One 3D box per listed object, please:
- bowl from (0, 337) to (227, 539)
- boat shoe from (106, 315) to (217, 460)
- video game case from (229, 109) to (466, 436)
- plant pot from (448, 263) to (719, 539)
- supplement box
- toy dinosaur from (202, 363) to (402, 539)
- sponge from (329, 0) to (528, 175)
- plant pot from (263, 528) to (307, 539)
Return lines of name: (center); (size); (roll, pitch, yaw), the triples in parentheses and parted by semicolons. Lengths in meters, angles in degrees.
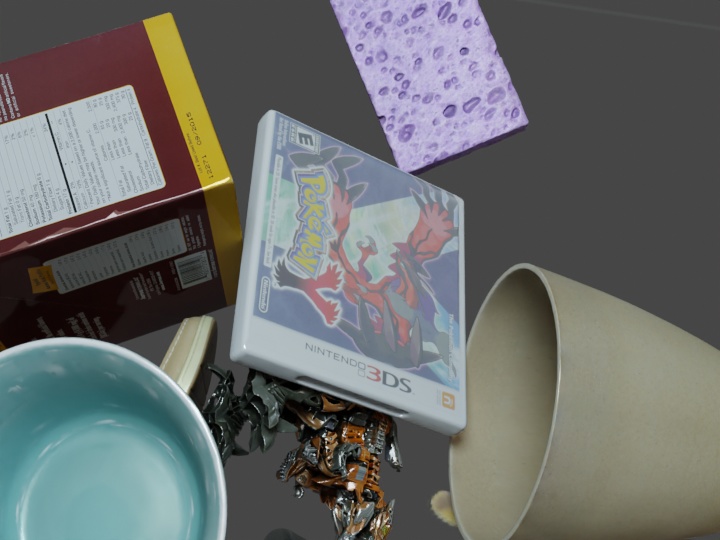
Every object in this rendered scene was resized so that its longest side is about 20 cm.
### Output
bowl: (-0.168, 0.150, 0.658); (0.198, 0.105, 0.203); (-1, 76, 5)
boat shoe: (-0.159, 0.117, 0.753); (0.064, 0.072, 0.202); (21, 73, 6)
video game case: (0.000, 0.000, 0.768); (0.181, 0.023, 0.202); (22, 52, -27)
plant pot: (0.183, 0.108, 0.723); (0.198, 0.187, 0.189); (12, 66, -12)
supplement box: (-0.195, -0.041, 0.749); (0.198, 0.198, 0.134); (-19, 69, -10)
toy dinosaur: (-0.036, 0.099, 0.764); (0.134, 0.103, 0.201); (0, 49, -33)
sponge: (0.046, -0.186, 0.868); (0.111, 0.030, 0.202); (-22, 86, 4)
plant pot: (-0.019, 0.271, 0.633); (0.198, 0.178, 0.201); (26, 69, 10)
